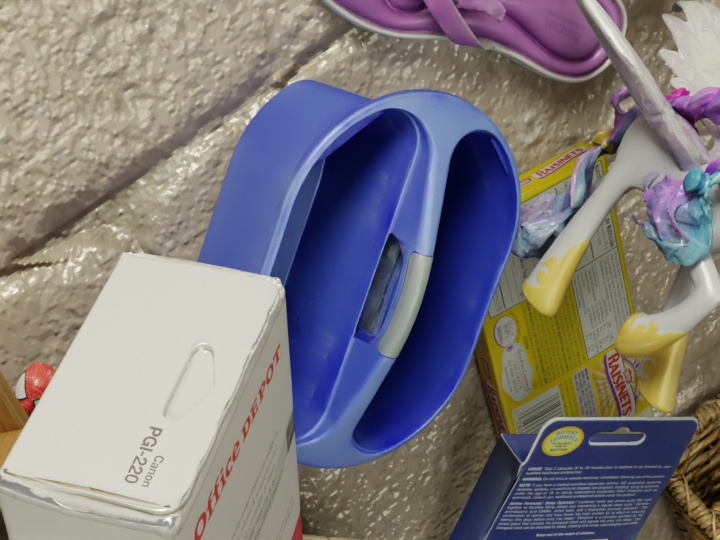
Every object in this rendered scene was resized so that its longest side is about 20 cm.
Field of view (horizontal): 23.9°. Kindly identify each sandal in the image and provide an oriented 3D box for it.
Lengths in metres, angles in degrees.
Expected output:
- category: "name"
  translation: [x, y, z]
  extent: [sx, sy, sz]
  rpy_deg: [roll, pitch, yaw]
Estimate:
- category: "sandal"
  translation: [0.067, -0.146, 0.868]
  extent: [0.202, 0.050, 0.083]
  rpy_deg: [10, 106, -34]

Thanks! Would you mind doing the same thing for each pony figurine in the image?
- category: "pony figurine"
  translation: [0.159, -0.058, 0.865]
  extent: [0.166, 0.194, 0.200]
  rpy_deg: [5, 132, -45]

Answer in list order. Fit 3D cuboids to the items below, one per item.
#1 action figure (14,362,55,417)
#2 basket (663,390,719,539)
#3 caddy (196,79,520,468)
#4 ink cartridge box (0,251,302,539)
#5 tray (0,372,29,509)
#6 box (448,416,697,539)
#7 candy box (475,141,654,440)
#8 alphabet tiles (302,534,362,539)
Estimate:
- category: "action figure"
  translation: [-0.198, 0.135, 0.803]
  extent: [0.065, 0.099, 0.201]
  rpy_deg: [30, 92, -11]
- category: "basket"
  translation: [0.311, 0.139, 1.091]
  extent: [0.199, 0.143, 0.150]
  rpy_deg: [-35, 126, -14]
- category: "caddy"
  translation: [0.000, 0.000, 0.858]
  extent: [0.141, 0.105, 0.201]
  rpy_deg: [9, 106, -35]
- category: "ink cartridge box"
  translation: [-0.087, 0.114, 0.776]
  extent: [0.201, 0.084, 0.146]
  rpy_deg: [91, 16, -44]
- category: "tray"
  translation: [-0.205, 0.027, 0.692]
  extent: [0.037, 0.099, 0.201]
  rpy_deg: [-13, 123, 19]
- category: "box"
  translation: [0.112, 0.157, 1.020]
  extent: [0.120, 0.032, 0.201]
  rpy_deg: [3, 125, -32]
- category: "candy box"
  translation: [0.113, 0.033, 0.994]
  extent: [0.102, 0.026, 0.201]
  rpy_deg: [-29, 124, -20]
- category: "alphabet tiles"
  translation: [-0.061, 0.220, 0.921]
  extent: [0.198, 0.006, 0.168]
  rpy_deg: [6, 101, -6]
